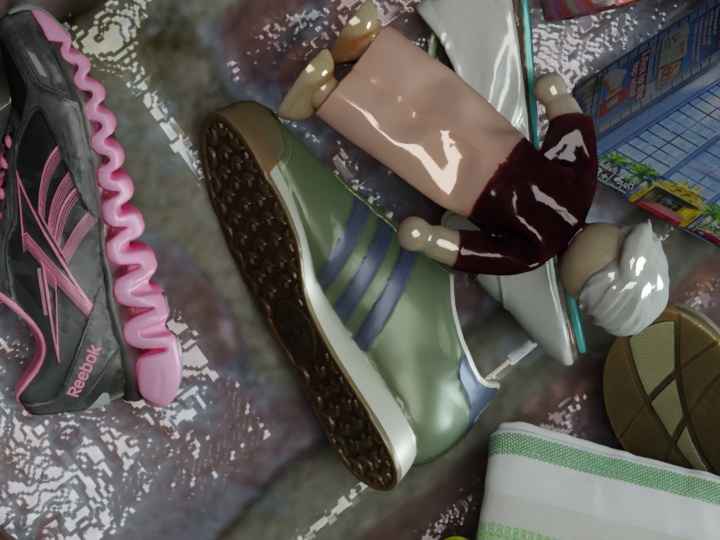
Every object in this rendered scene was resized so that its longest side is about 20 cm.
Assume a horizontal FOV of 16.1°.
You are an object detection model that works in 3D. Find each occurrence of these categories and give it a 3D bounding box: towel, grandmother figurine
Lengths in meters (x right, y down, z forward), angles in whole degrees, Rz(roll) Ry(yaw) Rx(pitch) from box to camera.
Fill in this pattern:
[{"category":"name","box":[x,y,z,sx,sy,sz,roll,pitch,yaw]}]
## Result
[{"category":"towel","box":[0.119,0.180,1.219,0.149,0.031,0.200,15,60,-10]},{"category":"grandmother figurine","box":[0.065,-0.044,1.205,0.200,0.061,0.121,40,76,4]}]

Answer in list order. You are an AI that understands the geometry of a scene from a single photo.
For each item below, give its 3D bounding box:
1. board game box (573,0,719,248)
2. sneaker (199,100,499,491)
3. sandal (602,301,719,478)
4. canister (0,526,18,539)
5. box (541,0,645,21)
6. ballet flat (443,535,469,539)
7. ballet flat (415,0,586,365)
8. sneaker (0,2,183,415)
[{"category":"board game box","box":[0.237,-0.084,1.243,0.200,0.200,0.062,26,46,-15]},{"category":"sneaker","box":[0.000,0.000,1.244,0.090,0.067,0.200,-27,93,-30]},{"category":"sandal","box":[0.190,0.087,1.298,0.200,0.080,0.054,48,33,-26]},{"category":"canister","box":[-0.178,0.198,1.175,0.200,0.087,0.149,40,79,-12]},{"category":"box","box":[0.126,-0.232,1.258,0.103,0.095,0.200,-17,95,-16]},{"category":"ballet flat","box":[0.077,0.224,1.271,0.067,0.067,0.200,-13,96,-38]},{"category":"ballet flat","box":[0.065,-0.048,1.265,0.069,0.069,0.200,-9,89,-17]},{"category":"sneaker","box":[-0.149,-0.023,1.194,0.095,0.079,0.200,-15,94,-5]}]
